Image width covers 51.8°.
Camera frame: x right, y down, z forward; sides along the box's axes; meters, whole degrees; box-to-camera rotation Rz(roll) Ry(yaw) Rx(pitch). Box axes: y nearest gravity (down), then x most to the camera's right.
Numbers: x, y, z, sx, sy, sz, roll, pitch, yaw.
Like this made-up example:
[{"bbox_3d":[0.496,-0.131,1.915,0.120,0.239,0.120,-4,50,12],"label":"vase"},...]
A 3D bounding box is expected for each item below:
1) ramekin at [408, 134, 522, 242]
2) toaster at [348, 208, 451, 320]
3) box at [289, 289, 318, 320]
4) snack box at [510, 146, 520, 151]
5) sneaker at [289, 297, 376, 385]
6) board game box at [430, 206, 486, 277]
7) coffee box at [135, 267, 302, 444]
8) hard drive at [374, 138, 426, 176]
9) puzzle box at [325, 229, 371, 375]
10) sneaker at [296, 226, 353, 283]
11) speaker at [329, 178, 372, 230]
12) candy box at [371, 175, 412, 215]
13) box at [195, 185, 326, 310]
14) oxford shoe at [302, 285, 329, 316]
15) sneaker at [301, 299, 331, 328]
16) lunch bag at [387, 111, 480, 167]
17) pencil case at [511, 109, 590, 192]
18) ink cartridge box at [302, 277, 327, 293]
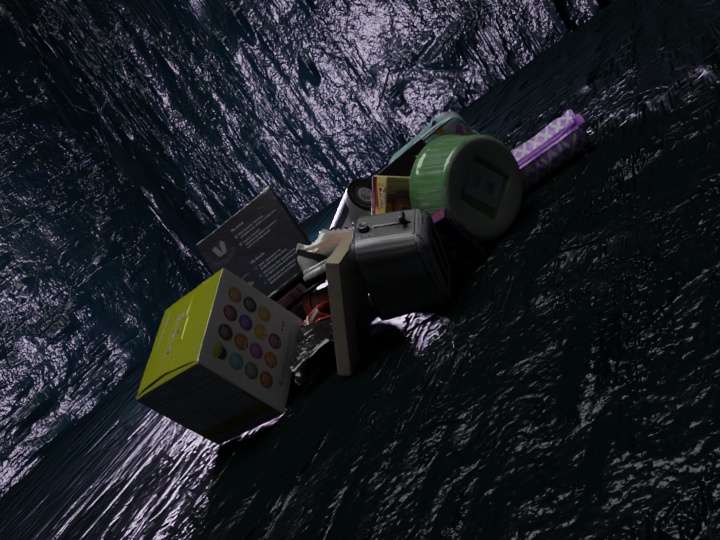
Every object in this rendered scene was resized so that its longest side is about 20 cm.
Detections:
[{"bbox_3d":[0.191,-0.142,1.303,0.199,0.202,0.097,-42,19,-22],"label":"ramekin"},{"bbox_3d":[0.069,-0.006,1.195,0.126,0.202,0.115,-12,38,18],"label":"toaster"},{"bbox_3d":[-0.195,0.076,1.653,0.199,0.132,0.199,-38,-12,0],"label":"box"},{"bbox_3d":[0.254,-0.169,1.563,0.200,0.053,0.142,-43,13,-17],"label":"snack box"},{"bbox_3d":[-0.042,0.124,1.330,0.196,0.061,0.104,-24,30,-9],"label":"sneaker"},{"bbox_3d":[0.104,-0.019,1.277,0.198,0.120,0.033,-32,30,33],"label":"board game box"},{"bbox_3d":[-0.252,0.159,1.342,0.198,0.197,0.203,-29,38,36],"label":"coffee box"},{"bbox_3d":[0.132,-0.140,1.453,0.134,0.202,0.042,-36,3,16],"label":"hard drive"},{"bbox_3d":[-0.017,0.052,1.223,0.025,0.205,0.133,2,25,16],"label":"puzzle box"},{"bbox_3d":[-0.033,-0.056,1.394,0.197,0.081,0.074,-28,-6,-9],"label":"sneaker"},{"bbox_3d":[-0.018,-0.086,1.491,0.081,0.081,0.201,-46,-11,-39],"label":"speaker"},{"bbox_3d":[0.114,-0.110,1.355,0.196,0.119,0.055,-2,10,-30],"label":"candy box"},{"bbox_3d":[-0.194,-0.021,1.508,0.195,0.202,0.118,-37,-20,1],"label":"box"},{"bbox_3d":[-0.045,0.059,1.531,0.073,0.072,0.199,-22,0,23],"label":"oxford shoe"},{"bbox_3d":[-0.088,0.106,1.411,0.199,0.087,0.074,-40,55,-9],"label":"sneaker"},{"bbox_3d":[0.160,-0.215,1.500,0.199,0.161,0.077,-38,13,13],"label":"lunch bag"},{"bbox_3d":[0.337,-0.218,1.405,0.198,0.085,0.085,-37,-26,15],"label":"pencil case"},{"bbox_3d":[0.000,0.000,1.438,0.199,0.049,0.145,-35,-6,31],"label":"ink cartridge box"}]
